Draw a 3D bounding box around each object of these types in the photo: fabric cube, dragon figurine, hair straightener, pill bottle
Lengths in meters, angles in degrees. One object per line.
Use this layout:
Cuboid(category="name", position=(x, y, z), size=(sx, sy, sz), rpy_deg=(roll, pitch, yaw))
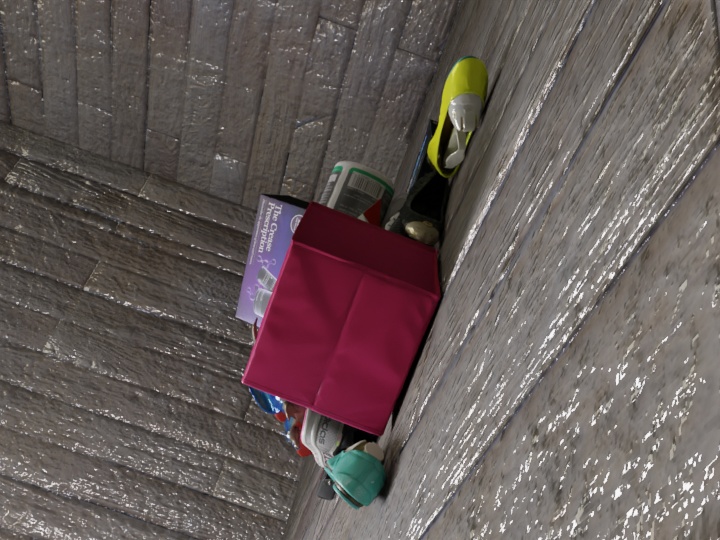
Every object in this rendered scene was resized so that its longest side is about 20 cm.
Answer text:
Cuboid(category="fabric cube", position=(-0.018, 0.055, 1.089), size=(0.196, 0.198, 0.201), rpy_deg=(-74, 5, -72))
Cuboid(category="dragon figurine", position=(-0.121, 0.173, 1.211), size=(0.059, 0.201, 0.099), rpy_deg=(-36, -2, -27))
Cuboid(category="hair straightener", position=(-0.037, 0.339, 1.444), size=(0.077, 0.041, 0.201), rpy_deg=(-74, 7, -51))
Cuboid(category="pill bottle", position=(-0.027, -0.069, 1.385), size=(0.113, 0.112, 0.202), rpy_deg=(119, 174, -80))

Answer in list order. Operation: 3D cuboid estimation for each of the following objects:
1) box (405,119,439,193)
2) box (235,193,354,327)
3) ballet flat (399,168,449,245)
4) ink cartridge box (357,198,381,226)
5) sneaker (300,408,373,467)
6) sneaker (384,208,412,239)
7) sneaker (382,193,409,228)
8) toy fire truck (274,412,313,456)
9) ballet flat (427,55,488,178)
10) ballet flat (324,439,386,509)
Cuboid(category="box", position=(0.118, -0.167, 1.551), size=(0.159, 0.045, 0.202), rpy_deg=(-79, 7, -69))
Cuboid(category="box", position=(-0.103, -0.004, 1.297), size=(0.079, 0.140, 0.202), rpy_deg=(-5, -70, -60))
Cuboid(category="ballet flat", position=(0.097, -0.097, 1.231), size=(0.057, 0.066, 0.201), rpy_deg=(-56, 11, 29))
Cuboid(category="ink cartridge box", position=(0.000, 0.000, 1.289), size=(0.200, 0.057, 0.164), rpy_deg=(-37, -41, -49))
Cuboid(category="sneaker", position=(-0.019, 0.249, 1.200), size=(0.200, 0.086, 0.074), rpy_deg=(62, -136, -60))
Cuboid(category="sneaker", position=(0.061, -0.002, 1.246), size=(0.067, 0.090, 0.202), rpy_deg=(50, -121, -51))
Cuboid(category="sneaker", position=(0.063, -0.027, 1.345), size=(0.100, 0.074, 0.203), rpy_deg=(41, -122, -81))
Cuboid(category="toy fire truck", position=(-0.073, 0.187, 1.349), size=(0.169, 0.111, 0.201), rpy_deg=(-100, -12, -56))
Cuboid(category="ballet flat", position=(0.143, -0.211, 1.199), size=(0.201, 0.066, 0.068), rpy_deg=(106, 160, -53))
Cuboid(category="ballet flat", position=(0.001, 0.237, 0.991), size=(0.070, 0.067, 0.200), rpy_deg=(-47, -2, -10))
